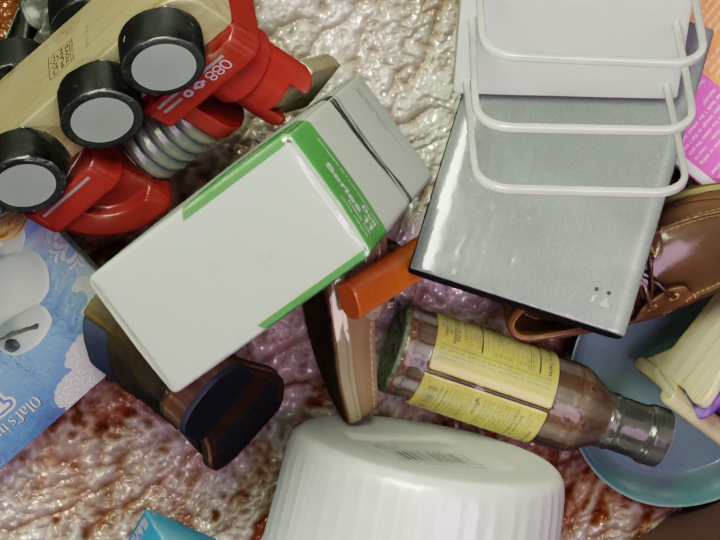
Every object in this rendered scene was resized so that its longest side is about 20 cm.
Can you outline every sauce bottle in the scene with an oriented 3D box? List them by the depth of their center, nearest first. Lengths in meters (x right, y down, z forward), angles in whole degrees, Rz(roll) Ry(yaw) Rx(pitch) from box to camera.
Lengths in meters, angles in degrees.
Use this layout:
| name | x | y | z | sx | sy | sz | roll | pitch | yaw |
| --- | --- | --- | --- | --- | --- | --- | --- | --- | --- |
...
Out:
| name | x | y | z | sx | sy | sz | roll | pitch | yaw |
| --- | --- | --- | --- | --- | --- | --- | --- | --- | --- |
| sauce bottle | 0.110 | 0.082 | 1.513 | 0.199 | 0.065 | 0.065 | 21 | 101 | -13 |

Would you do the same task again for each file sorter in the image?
| name | x | y | z | sx | sy | sz | roll | pitch | yaw |
| --- | --- | --- | --- | --- | --- | --- | --- | --- | --- |
| file sorter | 0.130 | -0.152 | 1.299 | 0.138 | 0.125 | 0.201 | 2 | 130 | -2 |

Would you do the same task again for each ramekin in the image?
| name | x | y | z | sx | sy | sz | roll | pitch | yaw |
| --- | --- | --- | --- | --- | --- | --- | --- | --- | --- |
| ramekin | 0.036 | 0.160 | 1.462 | 0.199 | 0.200 | 0.098 | 7 | 99 | -21 |

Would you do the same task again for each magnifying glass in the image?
| name | x | y | z | sx | sy | sz | roll | pitch | yaw |
| --- | --- | --- | --- | --- | --- | --- | --- | --- | --- |
| magnifying glass | 0.063 | -0.024 | 1.461 | 0.200 | 0.022 | 0.080 | -33 | 118 | -35 |

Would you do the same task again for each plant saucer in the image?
| name | x | y | z | sx | sy | sz | roll | pitch | yaw |
| --- | --- | --- | --- | --- | --- | --- | --- | --- | --- |
| plant saucer | 0.230 | 0.066 | 1.589 | 0.199 | 0.027 | 0.201 | -6 | 110 | -17 |

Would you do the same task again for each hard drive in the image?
| name | x | y | z | sx | sy | sz | roll | pitch | yaw |
| --- | --- | --- | --- | --- | --- | --- | --- | --- | --- |
| hard drive | 0.124 | -0.074 | 1.421 | 0.139 | 0.033 | 0.201 | 17 | 84 | -1 |

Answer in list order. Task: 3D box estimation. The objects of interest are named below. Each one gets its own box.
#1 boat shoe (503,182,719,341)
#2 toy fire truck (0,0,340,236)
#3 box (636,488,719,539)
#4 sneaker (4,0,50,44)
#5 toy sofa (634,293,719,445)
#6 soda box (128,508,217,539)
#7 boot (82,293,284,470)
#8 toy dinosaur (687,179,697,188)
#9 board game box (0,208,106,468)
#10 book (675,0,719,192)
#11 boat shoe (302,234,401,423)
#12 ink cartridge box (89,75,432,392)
| name | x | y | z | sx | sy | sz | roll | pitch | yaw |
| --- | --- | --- | --- | --- | --- | --- | --- | --- | --- |
| boat shoe | 0.182 | 0.003 | 1.474 | 0.199 | 0.068 | 0.072 | -19 | 111 | 26 |
| toy fire truck | -0.101 | -0.095 | 1.316 | 0.176 | 0.129 | 0.200 | -37 | 135 | 27 |
| box | 0.307 | 0.247 | 1.602 | 0.199 | 0.164 | 0.167 | -30 | 116 | -7 |
| sneaker | -0.158 | -0.152 | 1.356 | 0.104 | 0.060 | 0.201 | 19 | 106 | -28 |
| toy sofa | 0.284 | 0.025 | 1.526 | 0.083 | 0.098 | 0.200 | 36 | 93 | -26 |
| soda box | -0.097 | 0.225 | 1.431 | 0.068 | 0.200 | 0.064 | 27 | 98 | -26 |
| boot | -0.108 | 0.062 | 1.419 | 0.097 | 0.200 | 0.075 | 39 | 83 | 14 |
| toy dinosaur | 0.268 | -0.131 | 1.526 | 0.200 | 0.047 | 0.088 | -44 | 117 | -8 |
| board game box | -0.255 | 0.039 | 1.371 | 0.200 | 0.043 | 0.199 | -42 | 133 | -2 |
| book | 0.212 | -0.143 | 1.467 | 0.200 | 0.048 | 0.134 | 39 | 94 | -6 |
| boat shoe | 0.000 | 0.000 | 1.460 | 0.064 | 0.071 | 0.201 | -10 | 110 | -15 |
| ink cartridge box | -0.051 | -0.026 | 1.318 | 0.146 | 0.200 | 0.083 | -36 | 95 | 19 |
